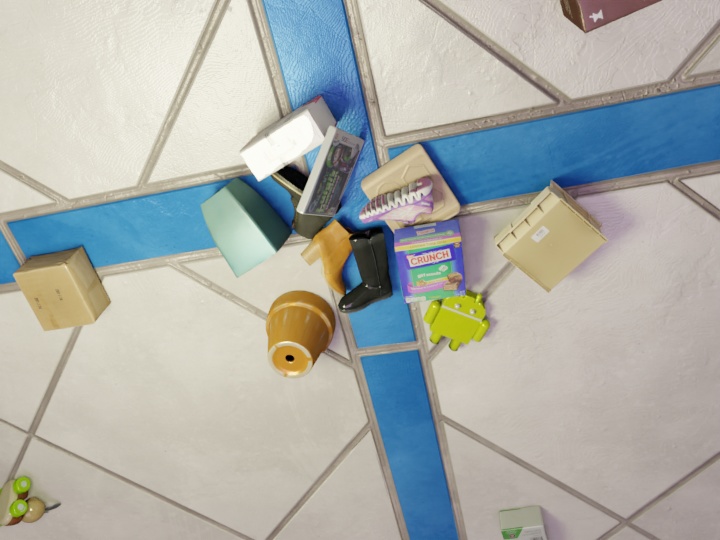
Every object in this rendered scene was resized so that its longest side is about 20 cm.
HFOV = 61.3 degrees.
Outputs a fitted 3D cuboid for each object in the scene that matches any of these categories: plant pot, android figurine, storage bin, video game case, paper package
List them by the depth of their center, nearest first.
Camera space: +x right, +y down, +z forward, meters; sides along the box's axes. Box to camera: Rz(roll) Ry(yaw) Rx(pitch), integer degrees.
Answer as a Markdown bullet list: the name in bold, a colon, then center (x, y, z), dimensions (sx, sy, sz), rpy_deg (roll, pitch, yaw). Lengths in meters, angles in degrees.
- **video game case**: center (-0.065, -0.222, 1.404), dimensions (0.023, 0.181, 0.203), rpy_deg (27, 101, 17)
- **storage bin**: center (0.465, -0.084, 1.504), dimensions (0.197, 0.094, 0.200), rpy_deg (36, 118, -14)
- **plant pot**: center (-0.299, -0.120, 1.545), dimensions (0.140, 0.142, 0.201), rpy_deg (-29, 106, 21)
- **plant pot**: center (-0.177, 0.190, 1.682), dimensions (0.196, 0.184, 0.203), rpy_deg (3, 121, 5)
- **android figurine**: center (0.270, 0.133, 1.684), dimensions (0.180, 0.041, 0.202), rpy_deg (22, 122, -6)
- **paper package**: center (-0.844, 0.053, 1.725), dimensions (0.187, 0.104, 0.203), rpy_deg (-8, 120, 13)

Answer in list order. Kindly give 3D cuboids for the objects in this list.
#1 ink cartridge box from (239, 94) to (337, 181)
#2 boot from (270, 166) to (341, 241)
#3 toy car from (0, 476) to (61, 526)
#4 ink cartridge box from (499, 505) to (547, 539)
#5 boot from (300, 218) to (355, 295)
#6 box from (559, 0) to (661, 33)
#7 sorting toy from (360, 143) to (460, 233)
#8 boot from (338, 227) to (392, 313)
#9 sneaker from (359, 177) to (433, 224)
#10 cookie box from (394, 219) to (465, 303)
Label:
- **ink cartridge box**: center (-0.165, -0.308, 1.411), dimensions (0.198, 0.147, 0.083), rpy_deg (-26, 112, 21)
- **boot**: center (-0.165, -0.165, 1.541), dimensions (0.199, 0.078, 0.139), rpy_deg (34, 123, -12)
- **toy car**: center (-1.223, 0.865, 2.249), dimensions (0.163, 0.160, 0.199), rpy_deg (-29, 142, 25)
- **ink cartridge box**: center (0.566, 0.913, 2.081), dimensions (0.144, 0.083, 0.202), rpy_deg (-13, 117, 13)
- **boot**: center (-0.051, -0.033, 1.610), dimensions (0.144, 0.071, 0.201), rpy_deg (-39, 128, 5)
- **box**: center (0.463, -0.579, 1.152), dimensions (0.162, 0.201, 0.168), rpy_deg (-18, 118, 16)
- **sorting toy**: center (0.126, -0.189, 1.518), dimensions (0.184, 0.037, 0.201), rpy_deg (-30, 108, 21)
- **boot**: center (0.001, 0.000, 1.592), dimensions (0.163, 0.066, 0.202), rpy_deg (-23, 128, -16)
- **sneaker**: center (0.094, -0.147, 1.483), dimensions (0.197, 0.081, 0.089), rpy_deg (-19, 120, 17)
- **cookie box**: center (0.179, -0.020, 1.556), dimensions (0.168, 0.076, 0.202), rpy_deg (-8, 131, 6)
